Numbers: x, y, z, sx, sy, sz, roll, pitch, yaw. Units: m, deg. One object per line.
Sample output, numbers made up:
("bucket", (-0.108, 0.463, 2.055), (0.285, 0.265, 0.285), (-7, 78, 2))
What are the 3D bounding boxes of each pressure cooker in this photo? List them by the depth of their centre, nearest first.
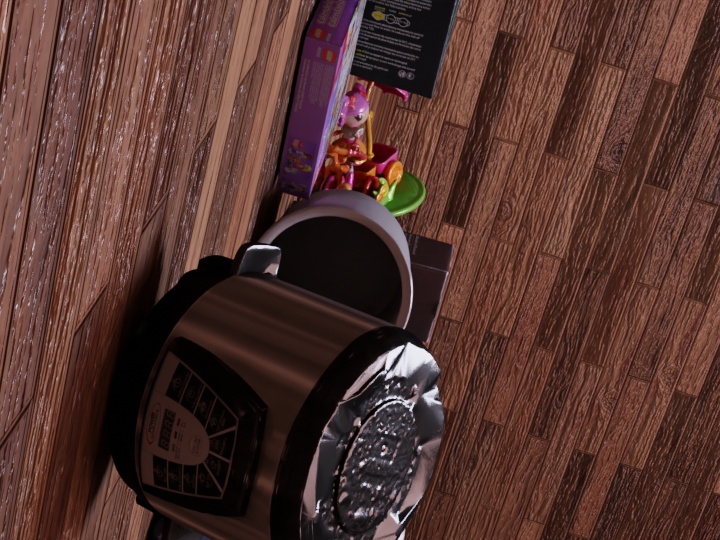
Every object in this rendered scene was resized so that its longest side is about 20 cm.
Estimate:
("pressure cooker", (-0.067, 0.095, 1.057), (0.176, 0.198, 0.180), (-49, 144, -29))

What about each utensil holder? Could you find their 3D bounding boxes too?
("utensil holder", (-0.028, 0.004, 1.674), (0.200, 0.168, 0.172), (-77, -176, -79))

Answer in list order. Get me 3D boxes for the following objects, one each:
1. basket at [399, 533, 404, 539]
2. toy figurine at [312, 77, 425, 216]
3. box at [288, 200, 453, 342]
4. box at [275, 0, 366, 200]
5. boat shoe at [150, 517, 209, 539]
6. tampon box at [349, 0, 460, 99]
("basket", (-0.054, 0.226, 1.860), (0.200, 0.196, 0.163), (145, -44, -73))
("toy figurine", (-0.006, -0.167, 1.966), (0.199, 0.149, 0.186), (-34, 134, -46))
("box", (0.000, 0.000, 1.878), (0.075, 0.198, 0.101), (-70, 177, -58))
("box", (-0.037, -0.189, 1.610), (0.201, 0.039, 0.138), (105, 2, -45))
("boat shoe", (-0.159, 0.248, 1.527), (0.201, 0.074, 0.093), (88, 24, -59))
("tampon box", (0.048, -0.314, 1.694), (0.151, 0.125, 0.202), (-71, 177, -54))
